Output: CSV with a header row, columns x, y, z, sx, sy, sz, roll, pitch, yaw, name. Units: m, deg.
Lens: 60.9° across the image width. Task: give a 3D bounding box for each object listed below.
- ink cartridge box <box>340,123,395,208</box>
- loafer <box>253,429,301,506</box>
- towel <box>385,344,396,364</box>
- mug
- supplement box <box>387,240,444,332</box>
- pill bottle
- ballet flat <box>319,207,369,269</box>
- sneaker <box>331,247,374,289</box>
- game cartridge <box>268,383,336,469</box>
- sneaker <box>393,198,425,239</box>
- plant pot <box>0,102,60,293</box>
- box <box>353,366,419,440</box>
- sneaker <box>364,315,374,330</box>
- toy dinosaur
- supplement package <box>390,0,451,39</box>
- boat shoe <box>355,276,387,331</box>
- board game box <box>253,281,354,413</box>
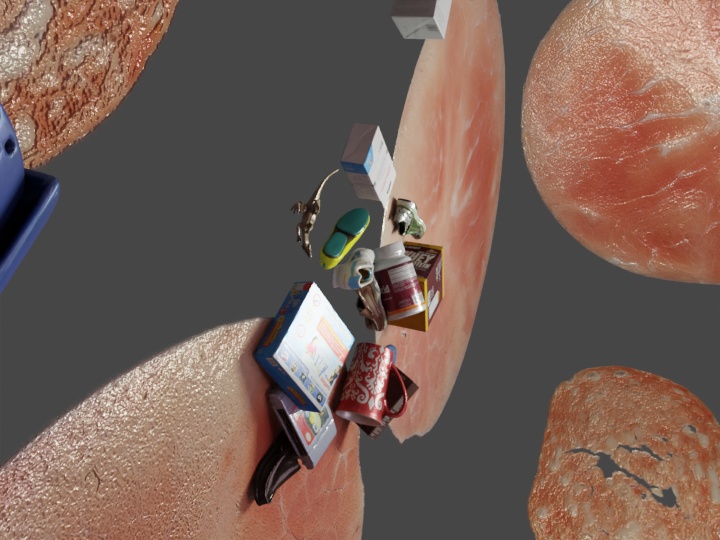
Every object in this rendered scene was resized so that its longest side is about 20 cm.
x,y,z,sx,sy,sz,roll,pitch,yaw,name
0.023,-0.253,1.514,0.200,0.066,0.116,59,45,-59,ink cartridge box
-0.166,0.418,1.331,0.073,0.071,0.200,79,30,-43,loafer
0.054,0.292,1.869,0.200,0.048,0.112,-8,109,-67,towel
0.037,0.318,1.690,0.133,0.177,0.201,140,-32,-62,mug
0.175,0.048,1.950,0.200,0.132,0.198,-55,148,-47,supplement box
0.099,0.028,1.691,0.114,0.114,0.201,-14,87,-67,pill bottle
-0.042,-0.074,1.454,0.200,0.067,0.067,-55,169,-43,ballet flat
0.000,0.000,1.554,0.200,0.080,0.077,-44,138,-58,sneaker
-0.121,0.315,1.349,0.201,0.041,0.133,66,29,-17,game cartridge
0.139,-0.139,1.883,0.089,0.077,0.200,-59,148,-15,sneaker
-0.365,-0.052,0.450,0.180,0.199,0.201,74,32,-62,plant pot
0.063,0.372,1.752,0.200,0.100,0.075,-49,150,-9,box
0.067,0.076,1.765,0.070,0.075,0.201,30,71,-68,sneaker
-0.105,-0.128,1.288,0.101,0.058,0.201,-18,124,-83,toy dinosaur
0.169,-0.727,1.601,0.121,0.119,0.201,19,81,-68,supplement package
0.021,0.091,1.671,0.076,0.072,0.201,-121,-168,-52,boat shoe
-0.112,0.161,1.297,0.200,0.056,0.196,58,43,-35,board game box
